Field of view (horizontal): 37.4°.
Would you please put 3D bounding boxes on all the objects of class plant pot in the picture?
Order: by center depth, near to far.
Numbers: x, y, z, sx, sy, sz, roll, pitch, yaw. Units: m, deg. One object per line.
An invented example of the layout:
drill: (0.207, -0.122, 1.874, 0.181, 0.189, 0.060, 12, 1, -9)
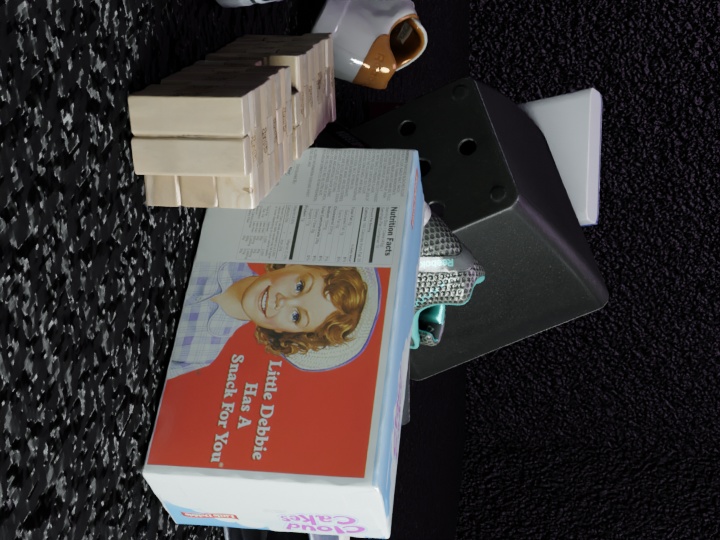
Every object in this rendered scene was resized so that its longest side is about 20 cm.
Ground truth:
plant pot: (0.081, -0.052, 0.940, 0.177, 0.199, 0.201, 48, 23, -57)

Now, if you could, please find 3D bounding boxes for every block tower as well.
block tower: (-0.058, -0.083, 0.552, 0.200, 0.057, 0.054, -60, 152, -67)

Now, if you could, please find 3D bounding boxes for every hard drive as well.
hard drive: (0.147, -0.100, 1.072, 0.025, 0.199, 0.133, 19, 70, -46)

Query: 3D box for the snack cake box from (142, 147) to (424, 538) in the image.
snack cake box: (-0.031, 0.031, 0.560, 0.067, 0.114, 0.201, 79, 17, -55)

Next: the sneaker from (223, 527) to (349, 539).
sneaker: (-0.046, 0.122, 0.650, 0.084, 0.075, 0.201, 35, 48, -58)

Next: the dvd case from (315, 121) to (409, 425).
dvd case: (0.000, 0.000, 0.830, 0.150, 0.025, 0.201, -135, -141, -60)

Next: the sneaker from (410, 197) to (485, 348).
sneaker: (0.011, 0.026, 0.717, 0.078, 0.091, 0.200, -51, -178, -36)

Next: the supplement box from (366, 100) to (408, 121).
supplement box: (0.043, -0.092, 1.186, 0.200, 0.060, 0.109, 68, 26, -67)

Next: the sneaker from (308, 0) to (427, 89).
sneaker: (0.014, -0.200, 0.841, 0.201, 0.084, 0.073, -71, -171, -48)

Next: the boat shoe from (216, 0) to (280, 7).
boat shoe: (-0.033, -0.189, 0.629, 0.200, 0.070, 0.072, -72, 162, -62)
